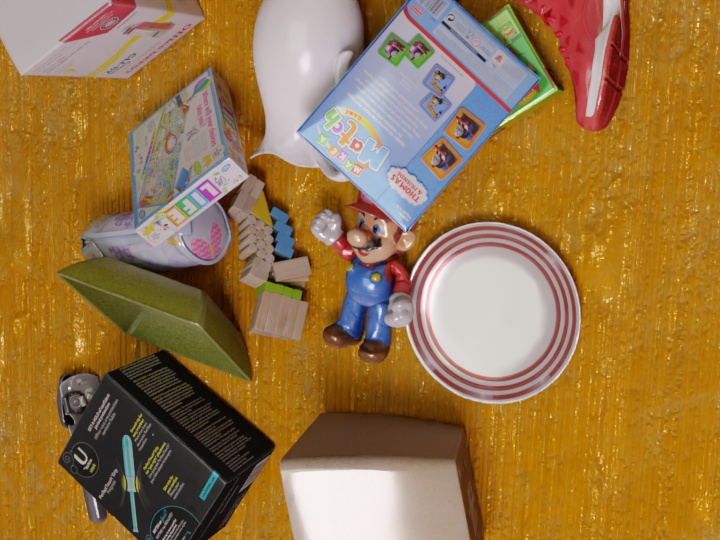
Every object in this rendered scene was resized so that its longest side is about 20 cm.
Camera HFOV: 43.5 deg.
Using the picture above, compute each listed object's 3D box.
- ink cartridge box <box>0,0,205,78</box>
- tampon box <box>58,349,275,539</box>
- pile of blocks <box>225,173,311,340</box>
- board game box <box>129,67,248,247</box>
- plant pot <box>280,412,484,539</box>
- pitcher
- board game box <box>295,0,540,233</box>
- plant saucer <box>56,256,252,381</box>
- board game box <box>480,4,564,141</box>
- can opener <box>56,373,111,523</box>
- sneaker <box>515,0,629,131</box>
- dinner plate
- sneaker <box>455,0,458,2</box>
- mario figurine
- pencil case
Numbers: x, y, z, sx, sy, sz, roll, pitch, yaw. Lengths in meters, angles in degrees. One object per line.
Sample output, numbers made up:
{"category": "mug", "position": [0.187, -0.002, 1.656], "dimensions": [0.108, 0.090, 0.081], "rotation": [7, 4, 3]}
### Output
{"category": "ink cartridge box", "position": [-0.291, -0.291, 1.028], "dimensions": [0.144, 0.200, 0.084], "rotation": [-29, 90, 23]}
{"category": "tampon box", "position": [-0.240, 0.228, 1.120], "dimensions": [0.199, 0.126, 0.151], "rotation": [38, 110, 13]}
{"category": "pile of blocks", "position": [-0.111, -0.012, 1.080], "dimensions": [0.062, 0.081, 0.202], "rotation": [157, 104, -65]}
{"category": "board game box", "position": [-0.199, -0.133, 1.023], "dimensions": [0.134, 0.034, 0.201], "rotation": [-35, 40, 14]}
{"category": "plant pot", "position": [0.037, 0.263, 0.989], "dimensions": [0.175, 0.200, 0.202], "rotation": [-11, 94, 11]}
{"category": "pitcher", "position": [-0.045, -0.205, 0.974], "dimensions": [0.171, 0.120, 0.202], "rotation": [24, 112, 43]}
{"category": "board game box", "position": [0.056, -0.163, 0.901], "dimensions": [0.151, 0.037, 0.200], "rotation": [42, 93, 0]}
{"category": "plant saucer", "position": [-0.231, 0.052, 1.080], "dimensions": [0.198, 0.200, 0.048], "rotation": [18, 70, 18]}
{"category": "board game box", "position": [0.104, -0.180, 0.967], "dimensions": [0.199, 0.048, 0.102], "rotation": [-32, 86, 23]}
{"category": "can opener", "position": [-0.367, 0.236, 1.223], "dimensions": [0.067, 0.053, 0.202], "rotation": [-4, 98, 54]}
{"category": "sneaker", "position": [0.209, -0.242, 0.913], "dimensions": [0.114, 0.078, 0.202], "rotation": [7, 88, 29]}
{"category": "dinner plate", "position": [0.144, 0.047, 0.997], "dimensions": [0.198, 0.024, 0.203], "rotation": [3, 98, 21]}
{"category": "sneaker", "position": [0.036, -0.346, 0.966], "dimensions": [0.078, 0.075, 0.201], "rotation": [-42, 73, 30]}
{"category": "mario figurine", "position": [0.000, 0.000, 1.000], "dimensions": [0.122, 0.106, 0.202], "rotation": [7, 107, -4]}
{"category": "pencil case", "position": [-0.247, -0.039, 1.080], "dimensions": [0.198, 0.090, 0.084], "rotation": [-7, 68, 38]}
